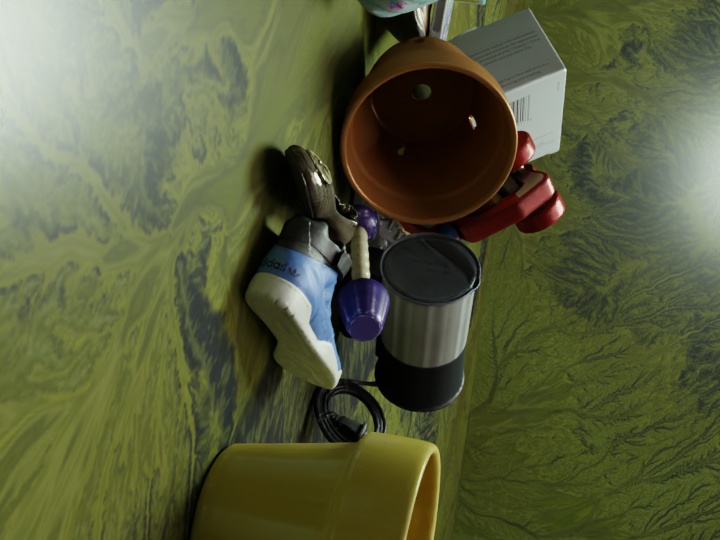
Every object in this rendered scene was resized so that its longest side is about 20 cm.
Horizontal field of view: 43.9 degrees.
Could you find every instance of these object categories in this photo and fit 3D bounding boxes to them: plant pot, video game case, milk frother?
[{"bbox_3d":[-0.039,0.234,0.775,0.201,0.184,0.206,9,90,-77],"label":"plant pot"},{"bbox_3d":[0.108,-0.361,1.081,0.144,0.018,0.203,-73,173,-53],"label":"video game case"},{"bbox_3d":[0.040,0.089,1.039,0.202,0.176,0.191,-76,171,-46],"label":"milk frother"},{"bbox_3d":[0.073,-0.177,1.035,0.142,0.195,0.203,-92,180,-52],"label":"plant pot"}]

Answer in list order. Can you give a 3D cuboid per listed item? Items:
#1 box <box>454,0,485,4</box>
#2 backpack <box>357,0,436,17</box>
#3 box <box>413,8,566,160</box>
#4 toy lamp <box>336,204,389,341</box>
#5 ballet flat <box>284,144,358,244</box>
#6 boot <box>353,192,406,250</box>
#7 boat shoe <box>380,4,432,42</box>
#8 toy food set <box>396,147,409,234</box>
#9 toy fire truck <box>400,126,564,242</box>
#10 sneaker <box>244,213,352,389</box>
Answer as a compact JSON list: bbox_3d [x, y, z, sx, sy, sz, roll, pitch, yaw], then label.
[{"bbox_3d":[0.144,-0.472,1.326,0.200,0.080,0.050,56,44,-71],"label":"box"},{"bbox_3d":[0.071,-0.342,0.888,0.168,0.126,0.201,49,63,-16],"label":"backpack"},{"bbox_3d":[0.189,-0.247,1.339,0.201,0.195,0.133,72,-5,-61],"label":"box"},{"bbox_3d":[0.000,0.000,0.957,0.202,0.057,0.059,-96,-176,-55],"label":"toy lamp"},{"bbox_3d":[-0.033,-0.071,0.866,0.200,0.045,0.069,67,1,-70],"label":"ballet flat"},{"bbox_3d":[0.040,-0.042,1.130,0.074,0.093,0.204,-56,151,-60],"label":"boot"},{"bbox_3d":[0.061,-0.335,1.037,0.072,0.075,0.201,-47,158,-13],"label":"boat shoe"},{"bbox_3d":[0.105,-0.118,1.265,0.198,0.049,0.200,-34,148,-19],"label":"toy food set"},{"bbox_3d":[0.147,-0.086,1.123,0.113,0.167,0.200,56,-9,-24],"label":"toy fire truck"},{"bbox_3d":[-0.044,0.028,0.862,0.113,0.075,0.201,-64,154,-25],"label":"sneaker"}]
